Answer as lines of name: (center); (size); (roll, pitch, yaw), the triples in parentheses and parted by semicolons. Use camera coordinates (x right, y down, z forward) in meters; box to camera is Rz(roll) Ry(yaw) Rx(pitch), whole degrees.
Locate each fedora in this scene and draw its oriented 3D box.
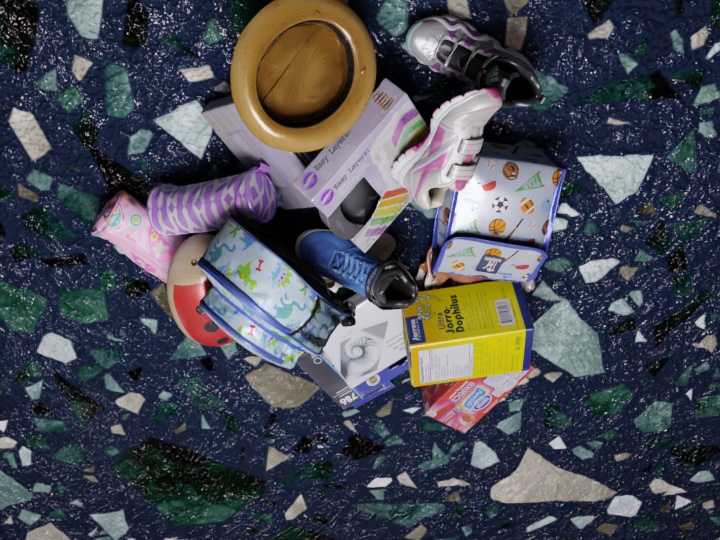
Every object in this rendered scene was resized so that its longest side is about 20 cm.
fedora: (-0.079, -0.254, 0.997); (0.197, 0.082, 0.205); (-6, 108, -20)

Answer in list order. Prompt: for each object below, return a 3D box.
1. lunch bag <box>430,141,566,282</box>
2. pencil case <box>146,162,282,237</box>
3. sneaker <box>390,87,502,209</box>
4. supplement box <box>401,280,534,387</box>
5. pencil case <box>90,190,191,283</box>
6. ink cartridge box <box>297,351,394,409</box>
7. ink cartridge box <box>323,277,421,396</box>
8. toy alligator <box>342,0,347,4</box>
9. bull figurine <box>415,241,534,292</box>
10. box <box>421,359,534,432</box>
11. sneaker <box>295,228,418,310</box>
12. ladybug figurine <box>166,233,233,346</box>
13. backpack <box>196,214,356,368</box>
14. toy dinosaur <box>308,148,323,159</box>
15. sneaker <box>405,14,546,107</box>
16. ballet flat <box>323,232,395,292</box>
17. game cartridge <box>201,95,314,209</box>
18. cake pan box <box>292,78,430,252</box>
lunch bag: (0.201, -0.080, 1.169); (0.166, 0.124, 0.204); (7, 115, -6)
pencil case: (-0.218, -0.101, 1.135); (0.196, 0.087, 0.084); (-7, 173, 23)
sneaker: (0.126, -0.155, 1.020); (0.080, 0.089, 0.200); (-14, 156, -40)
supplement box: (0.169, 0.099, 1.253); (0.196, 0.111, 0.110); (-8, 138, 0)
pencil case: (-0.318, -0.037, 1.212); (0.087, 0.088, 0.199); (-38, 119, 23)
ink cartridge box: (-0.027, 0.189, 1.425); (0.099, 0.040, 0.200); (-31, 123, 18)
ink cartridge box: (0.041, 0.119, 1.347); (0.198, 0.041, 0.201); (-32, 121, 5)
toy alligator: (-0.097, -0.300, 1.047); (0.198, 0.055, 0.059); (-33, 122, 20)
bull figurine: (0.189, 0.007, 1.285); (0.197, 0.066, 0.122); (18, 125, -16)
box: (0.206, 0.186, 1.399); (0.099, 0.096, 0.201); (28, 121, -21)
sneaker: (0.001, -0.001, 1.173); (0.198, 0.111, 0.078); (31, 85, -25)
ladybug figurine: (-0.223, 0.040, 1.192); (0.135, 0.071, 0.203); (-38, 134, -28)
backpack: (-0.135, 0.034, 1.084); (0.148, 0.182, 0.200); (-51, 143, -6)
toy dinosaur: (-0.056, -0.166, 1.115); (0.101, 0.058, 0.201); (38, 152, 21)
sneaker: (0.160, -0.271, 1.027); (0.196, 0.141, 0.079); (14, 118, -15)
ballet flat: (-0.029, 0.004, 1.269); (0.197, 0.068, 0.068); (-26, 126, 15)
game cartridge: (-0.128, -0.169, 1.115); (0.128, 0.039, 0.201); (6, 143, 50)
cake pan box: (0.017, -0.138, 1.088); (0.200, 0.052, 0.184); (-47, 146, 0)
